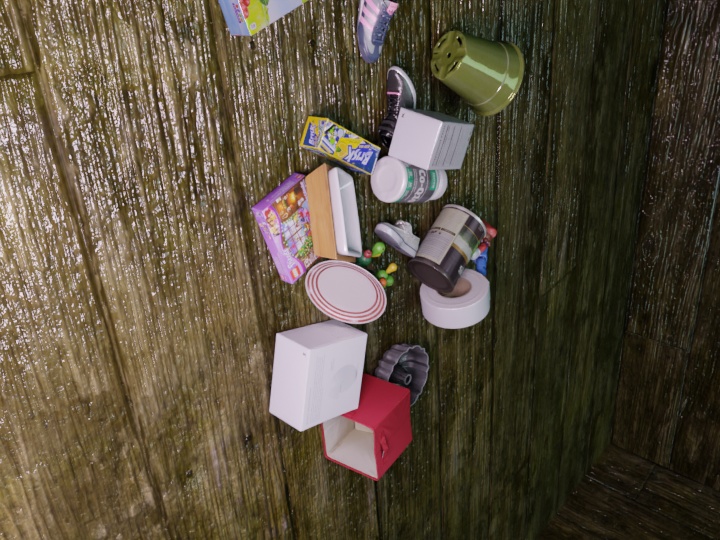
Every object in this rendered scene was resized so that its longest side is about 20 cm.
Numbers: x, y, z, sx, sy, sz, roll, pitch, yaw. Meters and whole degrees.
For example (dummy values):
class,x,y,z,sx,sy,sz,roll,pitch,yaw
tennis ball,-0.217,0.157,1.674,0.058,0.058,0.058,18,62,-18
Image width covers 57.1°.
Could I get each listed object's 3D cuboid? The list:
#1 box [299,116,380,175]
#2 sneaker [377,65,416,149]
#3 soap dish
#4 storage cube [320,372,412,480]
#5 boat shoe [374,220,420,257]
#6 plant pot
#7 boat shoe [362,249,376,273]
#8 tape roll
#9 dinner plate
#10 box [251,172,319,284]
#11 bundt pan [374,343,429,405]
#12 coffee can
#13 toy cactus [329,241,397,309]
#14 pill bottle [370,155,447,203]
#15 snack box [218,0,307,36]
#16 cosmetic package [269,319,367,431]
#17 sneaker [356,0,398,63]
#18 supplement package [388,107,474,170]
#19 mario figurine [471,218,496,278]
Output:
class,x,y,z,sx,sy,sz,roll,pitch,yaw
box,-0.042,-0.277,1.484,0.199,0.064,0.071,16,92,-51
sneaker,0.082,-0.379,1.585,0.099,0.070,0.202,-46,140,-35
soap dish,-0.058,-0.118,1.441,0.157,0.080,0.204,5,78,-76
storage cube,0.017,0.399,1.729,0.179,0.198,0.174,-35,129,-45
boat shoe,0.103,-0.097,1.726,0.199,0.070,0.071,31,81,-54
plant pot,0.284,-0.525,1.704,0.188,0.199,0.203,11,96,-38
boat shoe,0.001,0.000,1.654,0.068,0.071,0.202,-77,148,-52
tape roll,0.271,0.077,1.894,0.202,0.201,0.072,-37,130,-35
dinner plate,-0.033,0.047,1.534,0.024,0.197,0.202,-68,148,-42
box,-0.147,-0.091,1.451,0.137,0.039,0.202,-44,134,-30
bundt pan,0.108,0.299,1.886,0.200,0.075,0.205,-23,121,-44
coffee can,0.243,-0.061,1.847,0.201,0.145,0.147,-56,139,-18
toy cactus,-0.003,0.019,1.576,0.103,0.162,0.202,-73,177,-48
pill bottle,0.127,-0.227,1.667,0.198,0.112,0.115,-7,110,-49
snack box,-0.179,-0.552,1.206,0.200,0.067,0.170,-46,135,-31
cosmetic package,-0.101,0.243,1.575,0.198,0.122,0.203,-10,112,-49
sneaker,0.042,-0.561,1.455,0.070,0.081,0.203,-20,119,-45
supplement package,0.173,-0.317,1.598,0.199,0.116,0.119,-15,126,-57
mario figurine,0.349,-0.061,2.016,0.104,0.123,0.203,14,72,-21
